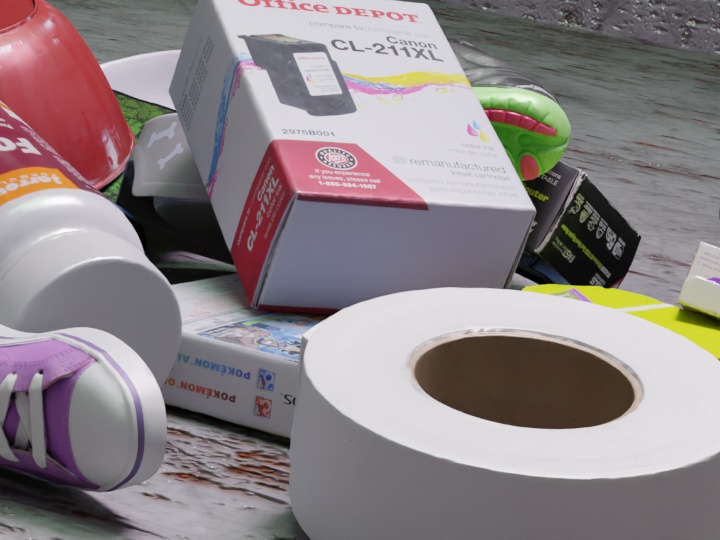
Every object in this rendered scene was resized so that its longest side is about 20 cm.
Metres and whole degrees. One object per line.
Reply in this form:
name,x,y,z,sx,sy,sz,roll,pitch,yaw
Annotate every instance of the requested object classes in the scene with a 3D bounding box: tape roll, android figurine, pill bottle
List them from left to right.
pill bottle,-0.176,-0.005,1.393,0.114,0.115,0.200,1,24,-35
tape roll,0.068,0.077,1.239,0.201,0.071,0.203,5,23,-2
android figurine,0.165,0.049,1.629,0.199,0.041,0.182,17,14,37

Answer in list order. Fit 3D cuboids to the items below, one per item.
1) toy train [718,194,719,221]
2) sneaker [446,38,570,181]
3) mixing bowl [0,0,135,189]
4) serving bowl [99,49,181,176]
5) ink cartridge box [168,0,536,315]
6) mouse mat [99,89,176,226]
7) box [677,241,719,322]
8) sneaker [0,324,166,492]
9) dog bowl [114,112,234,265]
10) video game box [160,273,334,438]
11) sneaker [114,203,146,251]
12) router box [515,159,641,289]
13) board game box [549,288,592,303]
toy train,0.305,0.008,1.712,0.200,0.085,0.116,45,14,18
sneaker,0.031,-0.106,1.706,0.199,0.077,0.084,19,22,3
mixing bowl,-0.252,-0.119,1.832,0.199,0.109,0.200,-5,26,2
serving bowl,-0.134,-0.084,1.944,0.199,0.066,0.200,-6,27,3
ink cartridge box,-0.009,-0.067,1.544,0.145,0.083,0.200,3,38,-24
mouse mat,-0.174,-0.076,1.860,0.199,0.008,0.161,17,36,39
box,0.224,0.013,1.734,0.041,0.039,0.200,22,0,9
sneaker,-0.182,0.064,1.237,0.200,0.073,0.114,9,16,43
dog bowl,-0.052,-0.043,1.707,0.199,0.059,0.200,11,-10,2
video game box,-0.027,0.045,1.488,0.181,0.047,0.200,11,11,29
sneaker,-0.181,-0.018,1.607,0.089,0.079,0.200,10,10,19
router box,0.069,-0.055,1.808,0.199,0.062,0.150,27,-6,25
board game box,0.106,0.061,1.441,0.120,0.032,0.200,43,24,20
